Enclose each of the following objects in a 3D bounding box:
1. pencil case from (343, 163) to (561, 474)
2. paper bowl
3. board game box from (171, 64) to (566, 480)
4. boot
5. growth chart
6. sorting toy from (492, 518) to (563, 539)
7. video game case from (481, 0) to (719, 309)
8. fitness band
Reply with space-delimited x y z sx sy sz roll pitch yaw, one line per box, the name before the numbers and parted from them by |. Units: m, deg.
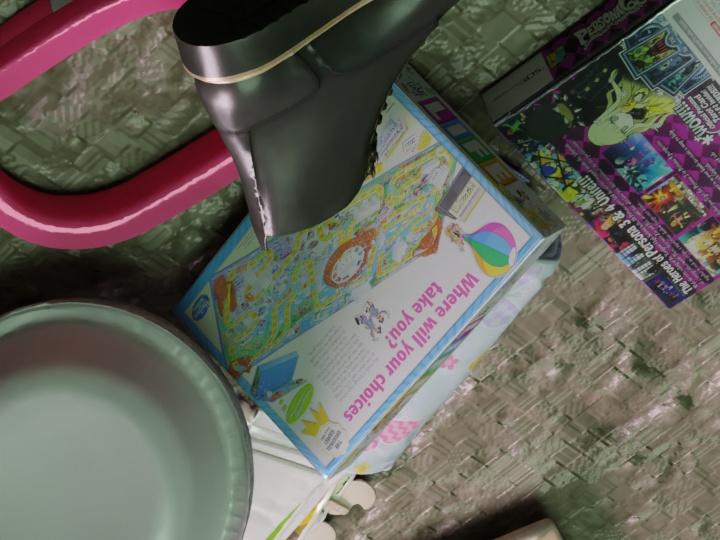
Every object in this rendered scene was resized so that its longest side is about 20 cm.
pencil case | 0.031 0.028 1.103 0.090 0.083 0.200 29 120 -13
paper bowl | -0.158 0.117 1.045 0.199 0.104 0.203 0 91 -3
board game box | 0.000 0.000 1.043 0.200 0.135 0.034 -49 168 27
boot | 0.010 -0.108 0.964 0.199 0.078 0.139 -24 131 -11
growth chart | -0.083 0.161 1.235 0.144 0.018 0.200 30 118 -35
sorting toy | 0.075 0.255 1.354 0.184 0.037 0.200 -23 137 6
video game case | 0.196 -0.085 1.076 0.181 0.036 0.200 -36 130 17
fitness band | -0.121 -0.086 0.991 0.199 0.038 0.144 -29 132 12
